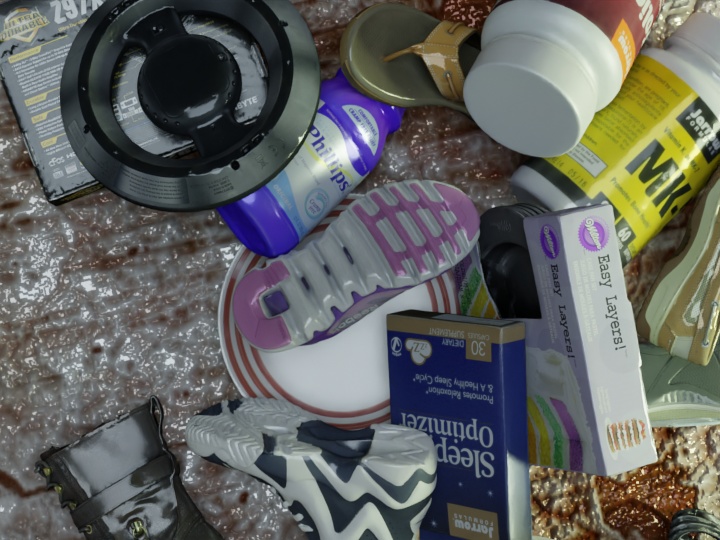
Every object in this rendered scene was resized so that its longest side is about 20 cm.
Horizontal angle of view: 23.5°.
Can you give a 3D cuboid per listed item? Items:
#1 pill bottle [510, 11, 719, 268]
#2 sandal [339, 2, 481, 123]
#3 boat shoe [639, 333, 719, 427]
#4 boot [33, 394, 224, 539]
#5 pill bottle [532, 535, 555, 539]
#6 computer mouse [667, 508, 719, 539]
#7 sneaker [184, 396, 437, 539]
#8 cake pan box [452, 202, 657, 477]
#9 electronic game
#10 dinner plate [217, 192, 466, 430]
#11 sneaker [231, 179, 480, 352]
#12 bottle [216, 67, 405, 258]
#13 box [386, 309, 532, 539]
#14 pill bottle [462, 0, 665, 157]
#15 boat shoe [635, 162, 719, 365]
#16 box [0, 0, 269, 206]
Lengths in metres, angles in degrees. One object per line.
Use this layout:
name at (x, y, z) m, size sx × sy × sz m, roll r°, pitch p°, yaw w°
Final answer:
pill bottle at (0.223, -0.099, 1.347) m, size 0.200 × 0.114 × 0.114 m, roll -45°, pitch 91°, yaw -4°
sandal at (0.075, -0.156, 1.333) m, size 0.199 × 0.054 × 0.081 m, roll 17°, pitch 73°, yaw -28°
boat shoe at (0.253, 0.090, 1.375) m, size 0.201 × 0.065 × 0.075 m, roll -9°, pitch 70°, yaw -9°
boot at (-0.199, 0.215, 1.342) m, size 0.200 × 0.069 × 0.174 m, roll -36°, pitch 85°, yaw -8°
pill bottle at (0.151, 0.314, 1.330) m, size 0.110 × 0.111 × 0.201 m, roll 15°, pitch 87°, yaw -3°
computer mouse at (0.279, 0.303, 1.373) m, size 0.138 × 0.053 × 0.201 m, roll 22°, pitch 76°, yaw -4°
sneaker at (-0.041, 0.177, 1.331) m, size 0.198 × 0.080 × 0.130 m, roll 6°, pitch 115°, yaw 8°
cake pan box at (0.139, 0.047, 1.293) m, size 0.052 × 0.184 × 0.201 m, roll -13°, pitch 95°, yaw -25°
electronic game at (-0.128, -0.138, 1.296) m, size 0.199 × 0.042 × 0.201 m, roll -2°, pitch 70°, yaw 5°
dinner plate at (-0.014, 0.039, 1.373) m, size 0.199 × 0.024 × 0.201 m, roll 0°, pitch 88°, yaw -3°
sneaker at (0.000, 0.000, 1.318) m, size 0.199 × 0.088 × 0.081 m, roll -28°, pitch 74°, yaw 4°
bottle at (-0.026, -0.101, 1.339) m, size 0.200 × 0.065 × 0.084 m, roll -45°, pitch 120°, yaw -20°
box at (0.075, 0.135, 1.314) m, size 0.032 × 0.121 × 0.201 m, roll -12°, pitch 102°, yaw -43°
pill bottle at (0.161, -0.190, 1.311) m, size 0.114 × 0.114 × 0.200 m, roll 31°, pitch 60°, yaw -2°
boat shoe at (0.290, -0.021, 1.321) m, size 0.076 × 0.072 × 0.201 m, roll 31°, pitch 101°, yaw 25°
box at (-0.180, -0.160, 1.357) m, size 0.199 × 0.049 × 0.160 m, roll -22°, pitch 87°, yaw -4°
